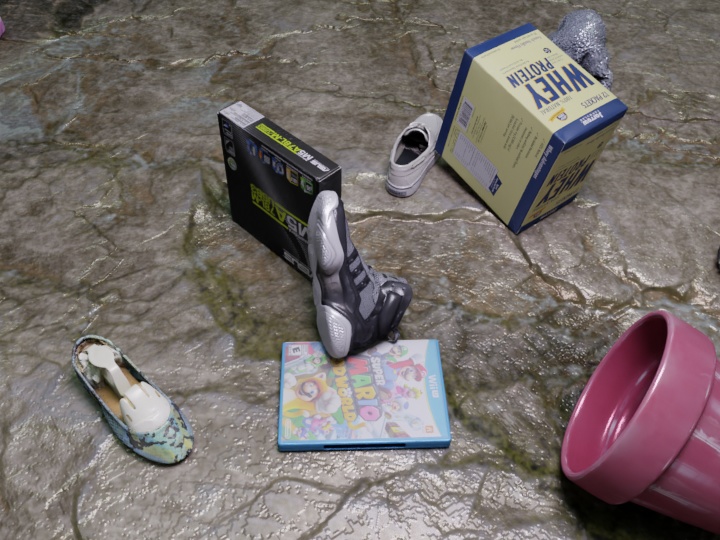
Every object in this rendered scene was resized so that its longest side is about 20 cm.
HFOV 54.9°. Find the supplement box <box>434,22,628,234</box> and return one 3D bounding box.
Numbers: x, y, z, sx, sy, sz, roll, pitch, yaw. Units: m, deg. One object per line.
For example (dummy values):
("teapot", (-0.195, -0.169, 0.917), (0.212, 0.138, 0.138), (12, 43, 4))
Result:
("supplement box", (0.238, -0.205, 1.017), (0.133, 0.201, 0.200), (-29, 65, -25))

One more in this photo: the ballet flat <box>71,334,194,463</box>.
("ballet flat", (-0.269, 0.142, 0.796), (0.199, 0.075, 0.074), (32, 54, 25))

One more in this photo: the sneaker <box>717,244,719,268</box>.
("sneaker", (0.585, 0.015, 0.947), (0.089, 0.079, 0.200), (-19, 52, -43))

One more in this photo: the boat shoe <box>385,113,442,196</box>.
("boat shoe", (0.090, -0.206, 1.122), (0.071, 0.066, 0.201), (20, 51, 17))

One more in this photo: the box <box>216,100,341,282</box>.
("box", (-0.108, -0.101, 0.937), (0.199, 0.195, 0.047), (37, 53, 27))

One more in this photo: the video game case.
("video game case", (0.002, 0.146, 0.833), (0.197, 0.018, 0.144), (-1, 47, -2))

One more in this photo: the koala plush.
("koala plush", (0.316, -0.344, 1.198), (0.197, 0.185, 0.179), (-10, 47, 6))

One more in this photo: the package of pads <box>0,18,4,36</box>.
("package of pads", (-0.760, -0.427, 1.295), (0.119, 0.076, 0.202), (-2, 48, -1))

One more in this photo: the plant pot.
("plant pot", (0.335, 0.173, 0.715), (0.178, 0.201, 0.201), (31, 52, 5))

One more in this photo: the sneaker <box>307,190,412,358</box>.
("sneaker", (0.000, 0.000, 0.846), (0.112, 0.203, 0.075), (-8, 11, -19))
